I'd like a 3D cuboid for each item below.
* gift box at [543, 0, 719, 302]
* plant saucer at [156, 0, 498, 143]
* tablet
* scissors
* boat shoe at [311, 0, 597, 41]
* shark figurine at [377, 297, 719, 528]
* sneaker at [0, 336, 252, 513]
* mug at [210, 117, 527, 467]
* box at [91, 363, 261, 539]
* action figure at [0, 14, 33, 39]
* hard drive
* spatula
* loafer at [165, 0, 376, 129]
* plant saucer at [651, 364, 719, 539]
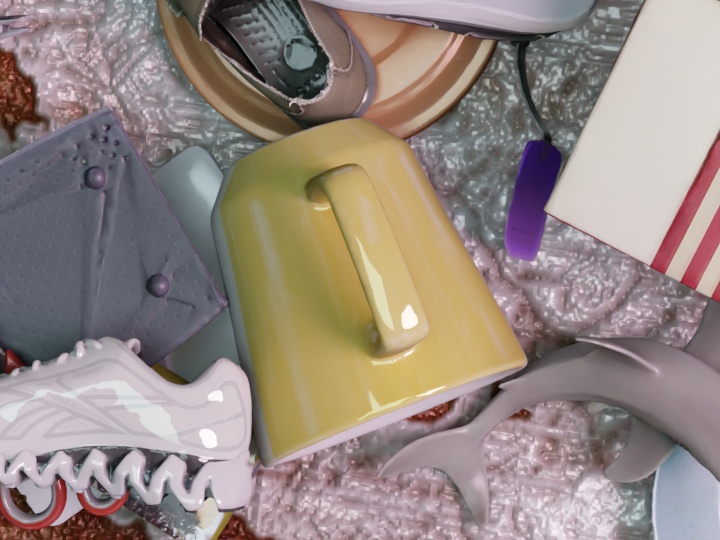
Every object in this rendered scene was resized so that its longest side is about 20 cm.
[{"bbox_3d":[0.220,-0.082,1.048,0.199,0.185,0.188,25,104,1],"label":"gift box"},{"bbox_3d":[-0.016,-0.164,1.141,0.198,0.032,0.202,0,93,7],"label":"plant saucer"},{"bbox_3d":[-0.133,0.038,1.172,0.199,0.014,0.131,-35,88,7],"label":"tablet"},{"bbox_3d":[-0.185,0.042,1.071,0.073,0.014,0.201,-24,96,7],"label":"scissors"},{"bbox_3d":[0.023,-0.155,1.074,0.198,0.057,0.069,13,77,-6],"label":"boat shoe"},{"bbox_3d":[0.117,0.061,1.096,0.213,0.089,0.129,-5,68,32],"label":"shark figurine"},{"bbox_3d":[-0.149,0.070,1.037,0.198,0.075,0.082,7,90,-7],"label":"sneaker"},{"bbox_3d":[0.003,0.000,1.082,0.186,0.149,0.154,-28,80,49],"label":"mug"},{"bbox_3d":[-0.150,0.071,1.144,0.199,0.050,0.076,30,95,4],"label":"box"},{"bbox_3d":[-0.240,-0.201,1.149,0.129,0.069,0.202,2,97,-3],"label":"action figure"},{"bbox_3d":[-0.181,0.018,1.099,0.199,0.042,0.136,-32,89,6],"label":"hard drive"},{"bbox_3d":[0.091,-0.107,1.126,0.020,0.056,0.202,-3,86,25],"label":"spatula"},{"bbox_3d":[-0.067,-0.157,1.096,0.075,0.070,0.200,-45,87,6],"label":"loafer"},{"bbox_3d":[0.256,0.127,1.117,0.199,0.039,0.203,0,93,7],"label":"plant saucer"}]
